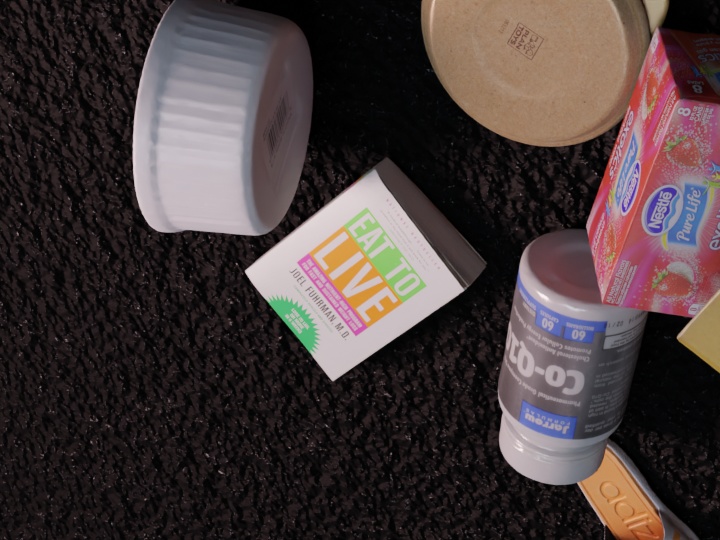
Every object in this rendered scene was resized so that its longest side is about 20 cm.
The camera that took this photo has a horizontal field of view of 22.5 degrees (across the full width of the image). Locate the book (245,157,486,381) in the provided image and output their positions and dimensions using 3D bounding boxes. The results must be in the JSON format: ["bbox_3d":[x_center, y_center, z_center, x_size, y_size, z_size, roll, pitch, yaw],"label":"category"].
[{"bbox_3d":[0.000,0.000,1.630,0.134,0.048,0.200,49,132,-4],"label":"book"}]

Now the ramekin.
[{"bbox_3d":[-0.108,-0.124,1.505,0.097,0.201,0.202,10,126,13],"label":"ramekin"}]

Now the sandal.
[{"bbox_3d":[0.248,0.243,1.645,0.079,0.059,0.207,-32,103,39],"label":"sandal"}]

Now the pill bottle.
[{"bbox_3d":[0.177,0.076,1.535,0.113,0.114,0.202,18,128,16],"label":"pill bottle"}]

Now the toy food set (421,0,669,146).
[{"bbox_3d":[0.137,-0.191,1.420,0.196,0.049,0.202,22,129,14],"label":"toy food set"}]

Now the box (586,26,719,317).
[{"bbox_3d":[0.248,-0.073,1.387,0.094,0.100,0.201,8,129,-9],"label":"box"}]

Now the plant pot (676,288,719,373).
[{"bbox_3d":[0.390,0.025,1.304,0.200,0.195,0.195,46,132,12],"label":"plant pot"}]
